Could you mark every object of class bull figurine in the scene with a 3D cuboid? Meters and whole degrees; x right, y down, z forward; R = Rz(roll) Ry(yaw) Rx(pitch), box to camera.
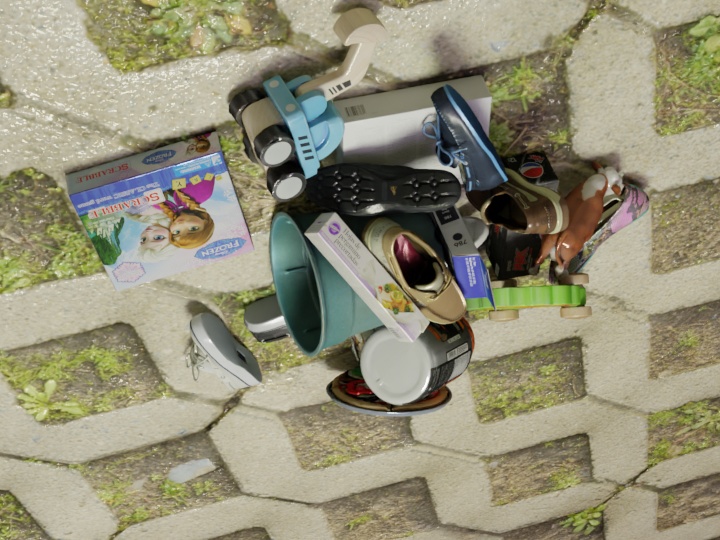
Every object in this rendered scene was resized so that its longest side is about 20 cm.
[{"bbox_3d":[0.307,-0.069,1.726,0.200,0.065,0.122,-44,159,-41],"label":"bull figurine"}]

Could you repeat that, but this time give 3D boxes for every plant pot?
[{"bbox_3d":[0.000,0.000,1.665,0.196,0.200,0.201,-12,141,-20],"label":"plant pot"}]

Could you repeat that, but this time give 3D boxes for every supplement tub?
[{"bbox_3d":[0.093,0.124,1.836,0.122,0.123,0.200,-41,170,26],"label":"supplement tub"}]

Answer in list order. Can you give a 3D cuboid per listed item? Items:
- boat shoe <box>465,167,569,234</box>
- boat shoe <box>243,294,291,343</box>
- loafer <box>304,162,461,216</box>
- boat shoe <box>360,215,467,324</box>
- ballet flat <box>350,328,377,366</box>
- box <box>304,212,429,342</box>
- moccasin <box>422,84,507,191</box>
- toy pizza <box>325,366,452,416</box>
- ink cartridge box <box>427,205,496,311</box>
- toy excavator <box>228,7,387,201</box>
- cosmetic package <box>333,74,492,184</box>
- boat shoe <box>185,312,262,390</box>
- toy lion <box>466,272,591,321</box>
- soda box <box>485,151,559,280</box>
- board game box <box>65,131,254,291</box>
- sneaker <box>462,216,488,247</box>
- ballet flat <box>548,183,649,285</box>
[{"bbox_3d":[0.190,-0.092,1.625,0.075,0.202,0.075,-16,109,-25],"label":"boat shoe"},{"bbox_3d":[-0.071,0.064,1.791,0.199,0.070,0.066,-18,134,2],"label":"boat shoe"},{"bbox_3d":[0.029,-0.101,1.552,0.200,0.068,0.070,2,179,11],"label":"loafer"},{"bbox_3d":[0.079,0.009,1.573,0.200,0.066,0.074,42,79,-34],"label":"boat shoe"},{"bbox_3d":[0.014,0.093,1.864,0.072,0.072,0.201,-17,141,-2],"label":"ballet flat"},{"bbox_3d":[0.010,0.010,1.551,0.200,0.041,0.039,49,68,-19],"label":"box"},{"bbox_3d":[0.127,-0.153,1.534,0.068,0.081,0.200,-24,140,13],"label":"moccasin"},{"bbox_3d":[0.045,0.183,1.911,0.200,0.200,0.032,-2,104,-19],"label":"toy pizza"},{"bbox_3d":[0.128,-0.039,1.650,0.039,0.200,0.100,-21,140,-3],"label":"ink cartridge box"},{"bbox_3d":[-0.054,-0.209,1.480,0.200,0.100,0.195,-28,144,-9],"label":"toy excavator"},{"bbox_3d":[0.067,-0.169,1.592,0.199,0.052,0.151,-11,138,-9],"label":"cosmetic package"},{"bbox_3d":[-0.225,0.131,1.819,0.086,0.075,0.202,-23,151,9],"label":"boat shoe"},{"bbox_3d":[0.234,0.040,1.765,0.200,0.069,0.191,-5,177,38],"label":"toy lion"},{"bbox_3d":[0.232,-0.076,1.756,0.071,0.063,0.200,-10,141,-10],"label":"soda box"},{"bbox_3d":[-0.256,-0.073,1.585,0.199,0.041,0.200,-17,141,-2],"label":"board game box"},{"bbox_3d":[0.127,-0.009,1.794,0.200,0.071,0.099,-35,140,28],"label":"sneaker"},{"bbox_3d":[0.342,-0.061,1.824,0.071,0.069,0.200,36,115,-25],"label":"ballet flat"}]
